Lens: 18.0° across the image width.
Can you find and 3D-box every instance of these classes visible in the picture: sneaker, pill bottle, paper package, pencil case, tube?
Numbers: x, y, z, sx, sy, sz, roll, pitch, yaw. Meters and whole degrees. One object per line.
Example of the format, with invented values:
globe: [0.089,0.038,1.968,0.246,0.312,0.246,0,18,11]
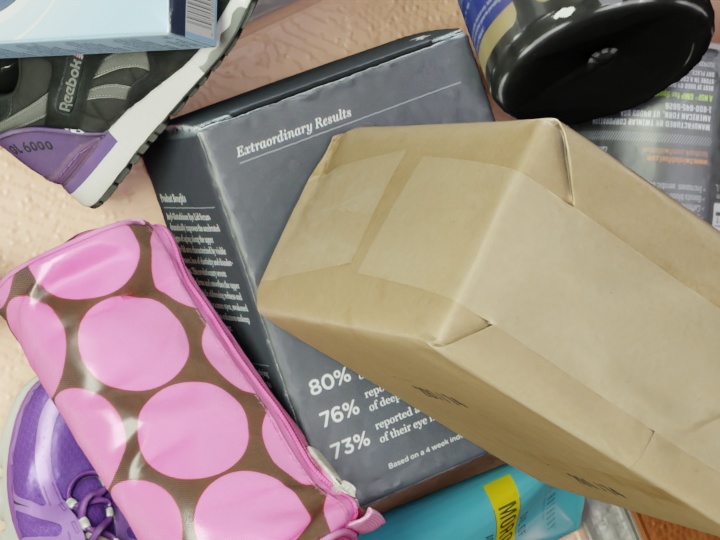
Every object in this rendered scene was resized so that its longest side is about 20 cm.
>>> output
sneaker: [-0.121,0.140,1.054,0.081,0.083,0.200,-1,73,-20]
sneaker: [-0.110,-0.112,1.020,0.088,0.200,0.076,31,37,-16]
pill bottle: [0.150,-0.014,1.161,0.106,0.106,0.200,6,89,-22]
paper package: [0.081,0.023,0.973,0.191,0.200,0.104,32,80,-21]
pill bottle: [0.088,-0.180,1.097,0.112,0.112,0.200,-7,64,-22]
pencil case: [-0.080,0.065,1.026,0.094,0.091,0.200,-39,74,10]
tube: [0.029,0.141,1.146,0.200,0.077,0.050,-21,55,-20]

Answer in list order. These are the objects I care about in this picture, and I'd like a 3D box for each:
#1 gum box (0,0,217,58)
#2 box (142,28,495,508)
gum box: [-0.156,-0.179,0.992,0.045,0.200,0.170,8,82,-65]
box: [0.000,0.000,1.102,0.148,0.104,0.200,-20,98,-20]
